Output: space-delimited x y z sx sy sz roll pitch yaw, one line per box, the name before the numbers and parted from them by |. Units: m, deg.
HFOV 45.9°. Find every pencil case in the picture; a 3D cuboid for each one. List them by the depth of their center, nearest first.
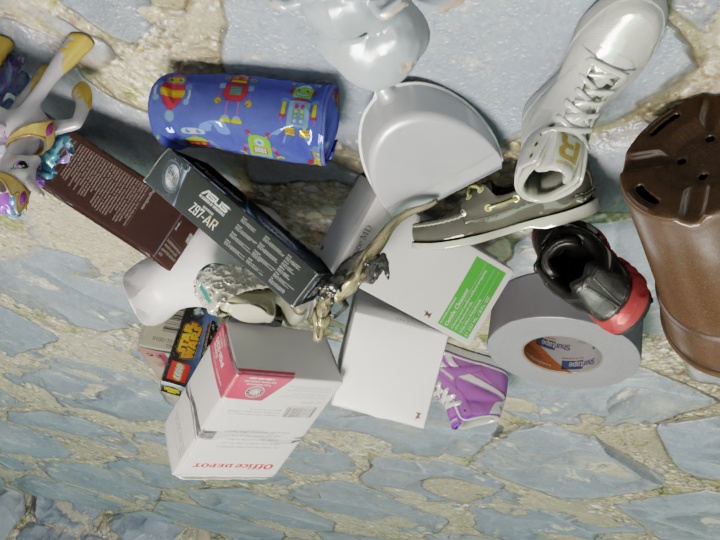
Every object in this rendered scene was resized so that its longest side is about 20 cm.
pencil case | -0.116 -0.152 0.863 0.196 0.079 0.088 7 143 12

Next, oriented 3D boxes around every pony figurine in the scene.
pony figurine | -0.369 -0.145 0.859 0.189 0.203 0.167 4 150 16

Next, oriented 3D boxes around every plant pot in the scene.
plant pot | 0.340 -0.039 0.767 0.197 0.203 0.199 -10 135 35

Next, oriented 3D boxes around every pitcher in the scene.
pitcher | -0.181 -0.016 1.093 0.197 0.172 0.123 -21 106 21

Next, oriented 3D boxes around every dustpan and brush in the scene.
dustpan and brush | 0.039 -0.151 0.828 0.138 0.058 0.200 -25 138 20

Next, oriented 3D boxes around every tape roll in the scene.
tape roll | 0.267 0.082 1.114 0.196 0.067 0.201 10 149 6

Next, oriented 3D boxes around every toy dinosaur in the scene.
toy dinosaur | 0.000 0.000 0.866 0.047 0.088 0.200 43 107 -3

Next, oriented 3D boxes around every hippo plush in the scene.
hippo plush | 0.029 -0.223 0.599 0.156 0.163 0.201 2 149 20

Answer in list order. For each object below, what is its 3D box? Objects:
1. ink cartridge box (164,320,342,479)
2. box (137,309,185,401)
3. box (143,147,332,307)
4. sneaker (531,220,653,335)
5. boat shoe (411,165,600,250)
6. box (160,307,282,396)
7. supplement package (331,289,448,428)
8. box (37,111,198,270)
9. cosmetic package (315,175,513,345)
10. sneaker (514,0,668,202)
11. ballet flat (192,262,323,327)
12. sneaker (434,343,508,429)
ink cartridge box | -0.133 0.162 1.024 0.144 0.086 0.201 9 129 -34
box | -0.253 0.116 1.325 0.107 0.130 0.201 8 150 10
box | -0.122 -0.044 0.912 0.199 0.044 0.160 40 -177 3
sneaker | 0.216 -0.015 0.874 0.097 0.201 0.071 30 107 -25
boat shoe | 0.143 -0.067 0.884 0.198 0.072 0.061 -13 100 16
box | -0.181 0.088 1.173 0.134 0.203 0.040 17 148 -5
supplement package | 0.036 0.103 1.096 0.119 0.122 0.200 14 -171 -2
box | -0.289 -0.087 0.975 0.198 0.076 0.100 31 171 4
cosmetic package | 0.062 -0.011 0.979 0.198 0.109 0.085 26 -171 -24
sneaker | 0.194 -0.136 0.726 0.072 0.117 0.201 19 149 -7
ballet flat | -0.104 0.038 0.997 0.197 0.073 0.071 7 159 -38
sneaker | 0.123 0.174 1.281 0.196 0.116 0.073 13 152 4
